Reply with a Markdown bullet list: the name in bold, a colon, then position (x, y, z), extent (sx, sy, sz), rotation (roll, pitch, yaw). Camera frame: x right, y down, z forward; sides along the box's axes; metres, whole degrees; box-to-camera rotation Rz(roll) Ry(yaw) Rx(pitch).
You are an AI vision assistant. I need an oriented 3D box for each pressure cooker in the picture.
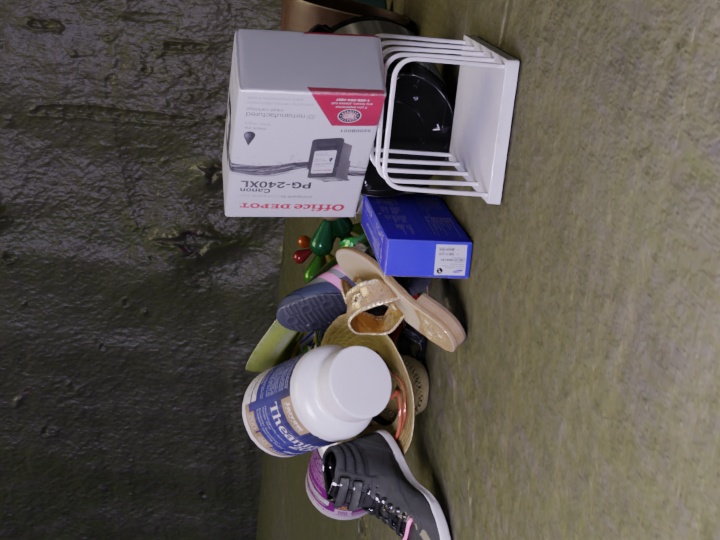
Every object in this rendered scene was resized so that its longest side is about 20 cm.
- **pressure cooker**: position (0.017, -0.202, 1.469), extent (0.201, 0.177, 0.177), rotation (-107, 11, -54)

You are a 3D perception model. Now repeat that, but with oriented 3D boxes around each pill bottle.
- **pill bottle**: position (-0.050, 0.150, 1.451), extent (0.200, 0.110, 0.112), rotation (-28, 56, 55)
- **pill bottle**: position (-0.010, 0.249, 1.681), extent (0.201, 0.111, 0.113), rotation (104, 166, -53)

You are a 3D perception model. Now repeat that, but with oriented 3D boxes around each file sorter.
- **file sorter**: position (0.072, -0.163, 1.265), extent (0.200, 0.123, 0.140), rotation (-114, 28, -71)

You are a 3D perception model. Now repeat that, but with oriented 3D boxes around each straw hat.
- **straw hat**: position (0.036, 0.142, 1.499), extent (0.200, 0.084, 0.203), rotation (18, 112, 53)

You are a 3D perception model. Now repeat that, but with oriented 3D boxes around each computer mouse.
- **computer mouse**: position (0.038, 0.049, 1.474), extent (0.058, 0.034, 0.201), rotation (26, 148, 41)

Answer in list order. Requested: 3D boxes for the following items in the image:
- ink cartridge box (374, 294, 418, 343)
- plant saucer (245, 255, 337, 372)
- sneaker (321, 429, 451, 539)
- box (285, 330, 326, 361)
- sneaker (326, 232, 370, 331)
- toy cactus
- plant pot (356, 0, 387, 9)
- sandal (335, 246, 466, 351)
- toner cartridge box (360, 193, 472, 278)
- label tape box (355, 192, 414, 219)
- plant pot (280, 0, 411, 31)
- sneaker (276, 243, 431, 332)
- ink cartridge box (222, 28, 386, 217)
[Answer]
- **ink cartridge box**: position (0.009, 0.036, 1.674), extent (0.201, 0.043, 0.174), rotation (-103, 33, -47)
- **plant saucer**: position (-0.077, 0.065, 1.650), extent (0.200, 0.031, 0.200), rotation (-50, -7, -8)
- **sneaker**: position (0.022, 0.261, 1.368), extent (0.200, 0.098, 0.071), rotation (54, 139, 42)
- **box**: position (-0.070, 0.152, 1.658), extent (0.200, 0.064, 0.071), rotation (125, 149, -44)
- **sneaker**: position (0.000, 0.000, 1.597), extent (0.201, 0.083, 0.074), rotation (-62, 8, -20)
- **toy cactus**: position (-0.038, -0.083, 1.786), extent (0.200, 0.102, 0.165), rotation (-49, -29, -13)
- **plant pot**: position (-0.024, -0.301, 1.931), extent (0.142, 0.140, 0.202), rotation (110, 154, -62)
- **sandal**: position (0.018, 0.043, 1.358), extent (0.211, 0.070, 0.078), rotation (31, 155, 41)
- **toner cartridge box**: position (0.059, -0.043, 1.397), extent (0.200, 0.094, 0.044), rotation (-110, 25, -71)
- **label tape box**: position (0.037, -0.155, 1.664), extent (0.200, 0.065, 0.145), rotation (119, 159, -77)
- **plant pot**: position (-0.039, -0.278, 1.765), extent (0.187, 0.185, 0.202), rotation (-111, 33, -70)
- **sneaker**: position (-0.013, 0.013, 1.532), extent (0.070, 0.198, 0.082), rotation (69, -176, -47)
- **ink cartridge box**: position (-0.062, -0.142, 1.250), extent (0.201, 0.144, 0.084), rotation (105, 162, -54)
